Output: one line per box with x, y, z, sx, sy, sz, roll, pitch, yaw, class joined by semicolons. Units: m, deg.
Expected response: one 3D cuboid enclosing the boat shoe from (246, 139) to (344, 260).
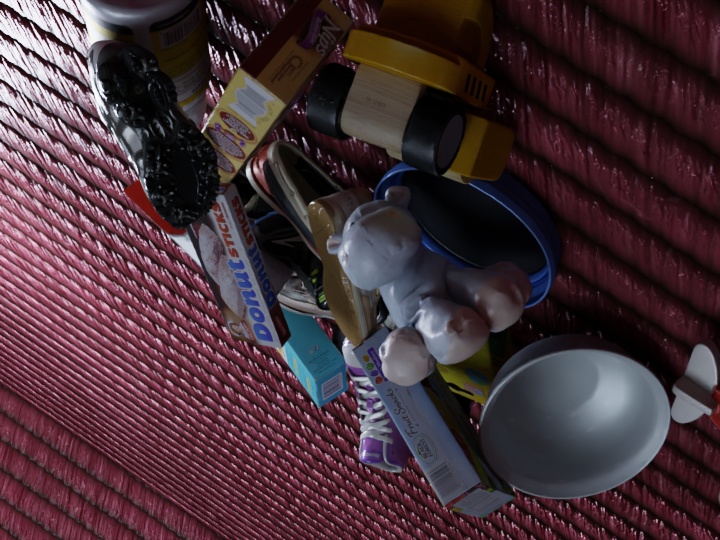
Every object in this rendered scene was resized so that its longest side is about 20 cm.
-0.036;-0.065;1.143;0.200;0.071;0.063;43;144;-16;boat shoe

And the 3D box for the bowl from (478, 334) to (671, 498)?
0.218;0.139;1.107;0.200;0.090;0.202;-1;121;-2;bowl

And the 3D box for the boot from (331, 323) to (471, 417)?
0.060;0.125;1.357;0.131;0.070;0.200;-1;143;40;boot

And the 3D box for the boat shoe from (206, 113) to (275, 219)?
-0.121;-0.091;1.199;0.073;0.065;0.200;-3;135;48;boat shoe

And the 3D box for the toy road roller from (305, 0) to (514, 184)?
0.059;-0.158;0.858;0.123;0.146;0.200;23;-172;22;toy road roller

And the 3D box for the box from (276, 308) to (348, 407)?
-0.091;0.076;1.366;0.200;0.049;0.082;51;161;27;box

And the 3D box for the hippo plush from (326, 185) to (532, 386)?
0.062;-0.005;1.003;0.161;0.159;0.200;58;-168;-7;hippo plush

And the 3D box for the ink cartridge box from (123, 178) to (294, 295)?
-0.159;-0.056;1.211;0.057;0.163;0.200;-37;100;23;ink cartridge box

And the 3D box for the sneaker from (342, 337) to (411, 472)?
0.023;0.174;1.293;0.072;0.114;0.201;-3;135;33;sneaker

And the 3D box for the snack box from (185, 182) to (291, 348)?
-0.134;-0.005;1.096;0.072;0.024;0.201;7;131;31;snack box

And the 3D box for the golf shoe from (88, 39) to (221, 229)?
-0.195;-0.132;0.982;0.094;0.078;0.200;39;153;45;golf shoe

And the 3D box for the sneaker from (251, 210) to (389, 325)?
-0.038;-0.003;1.191;0.199;0.083;0.071;33;129;-22;sneaker

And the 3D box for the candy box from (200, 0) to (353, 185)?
-0.090;-0.167;0.984;0.056;0.117;0.200;38;153;-6;candy box

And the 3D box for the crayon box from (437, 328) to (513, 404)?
0.110;0.075;1.216;0.127;0.051;0.200;21;149;26;crayon box

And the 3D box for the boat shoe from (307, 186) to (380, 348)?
0.000;0.000;1.112;0.074;0.069;0.200;41;151;43;boat shoe

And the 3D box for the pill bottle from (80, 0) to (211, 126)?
-0.207;-0.224;1.031;0.114;0.114;0.200;29;152;13;pill bottle

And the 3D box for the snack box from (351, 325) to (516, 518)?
0.081;0.166;1.131;0.200;0.053;0.142;59;-171;26;snack box

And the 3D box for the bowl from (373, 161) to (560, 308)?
0.108;-0.042;1.044;0.200;0.039;0.201;27;152;16;bowl

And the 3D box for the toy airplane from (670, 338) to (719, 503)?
0.381;0.139;0.943;0.200;0.141;0.200;156;101;-69;toy airplane

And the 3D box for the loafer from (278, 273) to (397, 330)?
-0.034;0.026;1.300;0.199;0.072;0.063;23;134;11;loafer
